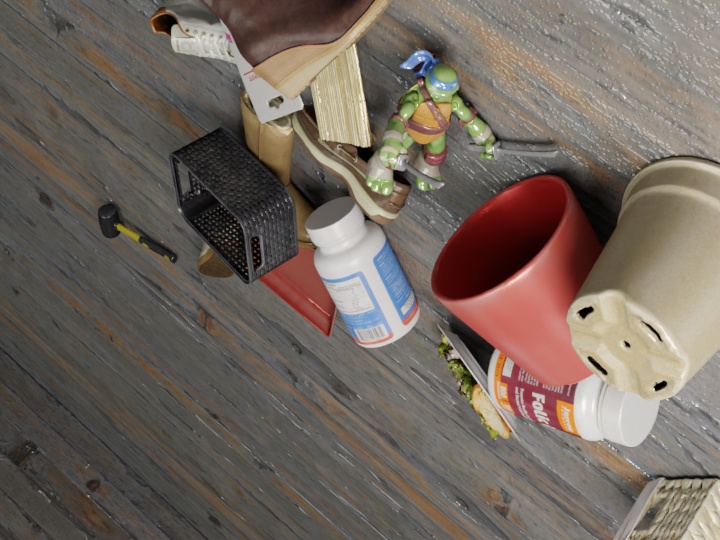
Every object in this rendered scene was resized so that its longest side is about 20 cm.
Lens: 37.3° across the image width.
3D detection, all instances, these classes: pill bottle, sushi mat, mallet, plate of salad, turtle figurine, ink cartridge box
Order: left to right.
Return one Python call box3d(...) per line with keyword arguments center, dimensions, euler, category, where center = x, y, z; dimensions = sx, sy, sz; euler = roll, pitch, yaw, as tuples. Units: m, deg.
box3d(center=(-0.441, -0.072, 2.102), dimensions=(0.197, 0.041, 0.067), euler=(23, 141, 28), category="mallet")
box3d(center=(-0.109, -0.295, 1.314), dimensions=(0.114, 0.067, 0.203), euler=(-5, 108, 55), category="ink cartridge box")
box3d(center=(-0.036, -0.254, 1.321), dimensions=(0.095, 0.012, 0.204), euler=(15, 124, 45), category="sushi mat")
box3d(center=(0.000, 0.000, 1.529), dimensions=(0.111, 0.112, 0.202), euler=(6, 131, 49), category="pill bottle")
box3d(center=(0.084, -0.130, 1.232), dimensions=(0.200, 0.143, 0.194), euler=(47, 155, 6), category="turtle figurine")
box3d(center=(0.160, 0.163, 1.504), dimensions=(0.201, 0.048, 0.200), euler=(54, -178, -3), category="plate of salad")
box3d(center=(0.269, 0.147, 1.350), dimensions=(0.198, 0.114, 0.116), euler=(14, 138, 44), category="pill bottle")

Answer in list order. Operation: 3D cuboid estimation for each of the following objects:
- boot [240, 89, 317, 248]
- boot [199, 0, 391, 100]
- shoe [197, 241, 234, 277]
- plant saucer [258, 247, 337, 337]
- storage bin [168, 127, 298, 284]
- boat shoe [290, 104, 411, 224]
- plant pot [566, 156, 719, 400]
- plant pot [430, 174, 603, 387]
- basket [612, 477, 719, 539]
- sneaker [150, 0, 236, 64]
box3d(center=(-0.112, -0.144, 1.551), dimensions=(0.174, 0.066, 0.202), euler=(36, 148, 18), category="boot")
box3d(center=(-0.070, -0.312, 1.202), dimensions=(0.199, 0.072, 0.167), euler=(-39, 97, 19), category="boot")
box3d(center=(-0.242, -0.036, 1.873), dimensions=(0.069, 0.054, 0.200), euler=(16, 158, -12), category="shoe")
box3d(center=(-0.102, -0.010, 1.727), dimensions=(0.199, 0.037, 0.201), euler=(38, 150, 15), category="plant saucer")
box3d(center=(-0.185, -0.096, 1.562), dimensions=(0.200, 0.093, 0.137), euler=(42, 150, 31), category="storage bin")
box3d(center=(-0.007, -0.157, 1.411), dimensions=(0.203, 0.074, 0.075), euler=(47, 118, 13), category="boat shoe")
box3d(center=(0.309, 0.023, 1.078), dimensions=(0.199, 0.183, 0.202), euler=(32, 148, 23), category="plant pot")
box3d(center=(0.207, 0.023, 1.224), dimensions=(0.178, 0.202, 0.199), euler=(47, 152, -21), category="plant pot")
box3d(center=(0.446, 0.381, 1.383), dimensions=(0.201, 0.136, 0.123), euler=(50, 148, -7), category="basket")
box3d(center=(-0.204, -0.309, 1.453), dimensions=(0.198, 0.085, 0.074), euler=(29, 145, 26), category="sneaker")
